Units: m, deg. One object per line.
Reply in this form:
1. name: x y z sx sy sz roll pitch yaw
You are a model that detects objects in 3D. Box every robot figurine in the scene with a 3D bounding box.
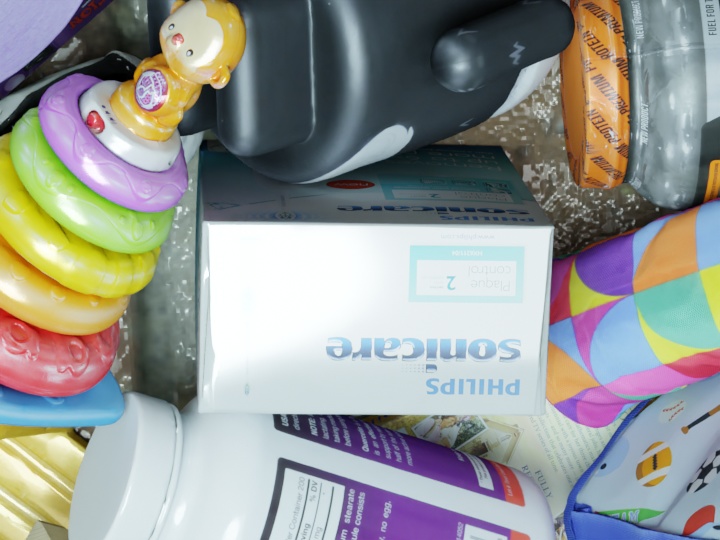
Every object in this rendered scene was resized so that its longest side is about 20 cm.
1. robot figurine: 0.001 -0.111 1.220 0.150 0.200 0.125 54 137 17

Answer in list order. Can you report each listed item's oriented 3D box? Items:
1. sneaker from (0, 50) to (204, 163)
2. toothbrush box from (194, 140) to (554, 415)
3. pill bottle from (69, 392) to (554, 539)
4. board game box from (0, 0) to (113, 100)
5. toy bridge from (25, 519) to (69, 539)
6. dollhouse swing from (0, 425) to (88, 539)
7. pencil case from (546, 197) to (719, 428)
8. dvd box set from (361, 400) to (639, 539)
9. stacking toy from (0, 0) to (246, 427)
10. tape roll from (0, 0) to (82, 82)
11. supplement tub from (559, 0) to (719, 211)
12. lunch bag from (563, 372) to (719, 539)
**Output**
1. sneaker: -0.169 -0.043 1.271 0.200 0.080 0.074 -31 77 1
2. toothbrush box: 0.000 0.000 1.237 0.146 0.200 0.085 1 103 -3
3. pill bottle: -0.022 0.118 1.249 0.200 0.112 0.113 19 101 -20
4. board game box: -0.182 -0.130 1.254 0.200 0.032 0.120 -40 71 6
5. toy bridge: -0.213 0.120 1.208 0.200 0.027 0.067 22 108 -36
6. dollhouse swing: -0.184 0.155 1.284 0.176 0.182 0.200 40 97 10
7. pencil case: 0.166 0.009 1.235 0.200 0.088 0.088 -18 106 36
8. dvd box set: 0.088 0.109 1.352 0.200 0.029 0.147 -26 103 3
9. stacking toy: -0.109 -0.036 1.153 0.110 0.116 0.200 7 133 -48
10. tape roll: -0.205 -0.156 1.142 0.200 0.066 0.200 -8 131 -9
11. supplement tub: 0.193 -0.090 1.268 0.200 0.123 0.123 -3 103 -3
12. lunch bag: 0.210 0.091 1.256 0.200 0.170 0.124 -23 102 -25
